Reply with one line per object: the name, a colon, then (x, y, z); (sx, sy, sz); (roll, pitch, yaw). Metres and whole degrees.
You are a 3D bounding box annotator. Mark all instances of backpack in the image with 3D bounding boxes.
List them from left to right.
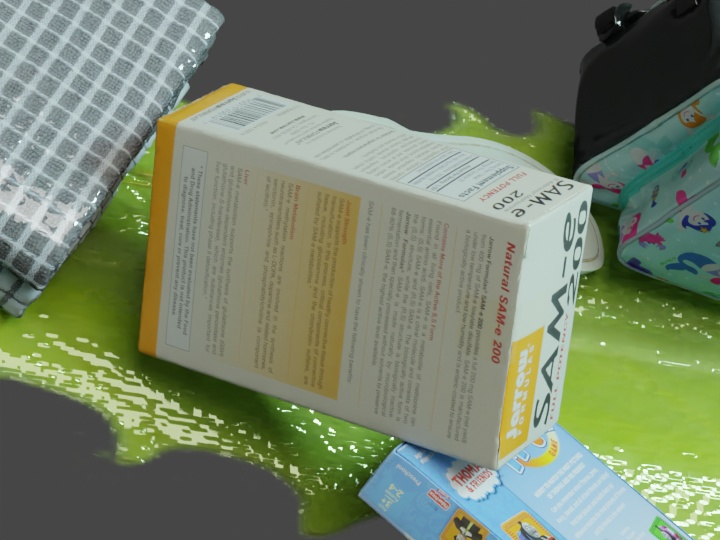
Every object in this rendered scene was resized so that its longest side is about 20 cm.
backpack: (0.231, -0.064, 1.569); (0.200, 0.178, 0.151); (14, 62, -29)

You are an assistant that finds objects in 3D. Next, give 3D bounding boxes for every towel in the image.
towel: (-0.176, -0.102, 1.481); (0.165, 0.086, 0.200); (33, 59, -5)

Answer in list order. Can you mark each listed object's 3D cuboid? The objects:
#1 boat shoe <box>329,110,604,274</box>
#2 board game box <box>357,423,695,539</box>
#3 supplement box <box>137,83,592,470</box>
boat shoe: (0.039, -0.026, 1.537); (0.200, 0.062, 0.075); (11, 49, -40)
board game box: (0.108, 0.141, 1.449); (0.200, 0.037, 0.151); (41, 24, 8)
supplement box: (0.000, 0.000, 1.423); (0.200, 0.126, 0.074); (18, 25, 23)
